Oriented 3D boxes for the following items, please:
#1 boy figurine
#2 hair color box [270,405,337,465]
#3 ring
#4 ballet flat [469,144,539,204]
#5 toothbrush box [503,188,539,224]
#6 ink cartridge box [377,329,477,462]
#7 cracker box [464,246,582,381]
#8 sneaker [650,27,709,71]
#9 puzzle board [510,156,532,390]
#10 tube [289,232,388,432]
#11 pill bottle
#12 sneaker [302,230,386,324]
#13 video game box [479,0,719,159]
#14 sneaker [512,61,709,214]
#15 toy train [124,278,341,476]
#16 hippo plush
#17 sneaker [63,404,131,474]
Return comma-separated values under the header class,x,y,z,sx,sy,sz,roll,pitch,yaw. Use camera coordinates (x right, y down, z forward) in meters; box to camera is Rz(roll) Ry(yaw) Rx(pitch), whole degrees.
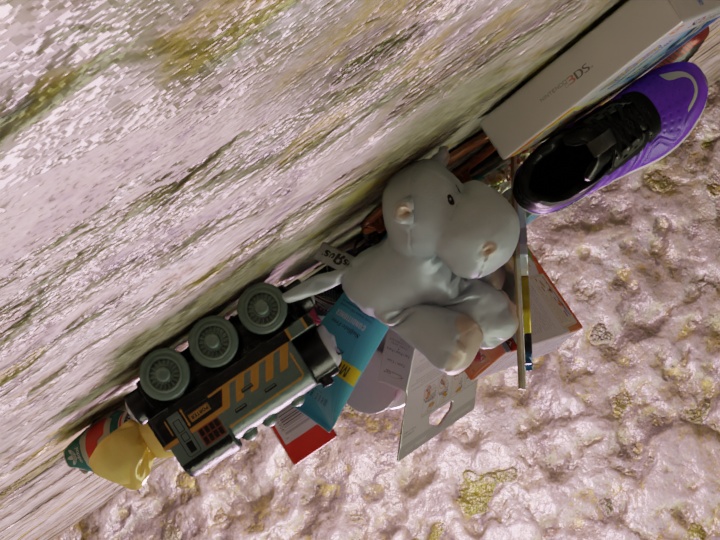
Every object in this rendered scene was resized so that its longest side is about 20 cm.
class,x,y,z,sx,sy,sz,roll,pitch,yaw
boy figurine,-0.172,0.138,1.146,0.200,0.124,0.065,-43,135,-7
hair color box,-0.082,0.162,1.387,0.063,0.112,0.200,-32,176,-8
ring,0.086,-0.091,1.182,0.199,0.019,0.200,-34,176,-3
ballet flat,0.176,-0.114,1.296,0.199,0.064,0.076,-35,-169,8
toothbrush box,0.173,-0.088,1.413,0.199,0.086,0.146,-37,174,15
ink cartridge box,0.087,0.104,1.375,0.199,0.044,0.179,-22,126,-56
cracker box,0.147,0.035,1.285,0.058,0.135,0.199,-41,162,29
sneaker,0.275,-0.175,1.174,0.200,0.099,0.070,-39,171,38
puzzle board,0.159,-0.005,1.168,0.017,0.153,0.201,-2,-146,7
tube,-0.004,0.053,1.147,0.201,0.077,0.050,-56,151,-9
pill bottle,0.044,0.105,1.457,0.110,0.112,0.200,-36,177,27
sneaker,0.000,0.000,1.239,0.199,0.080,0.076,-30,146,-48
video game box,0.220,-0.183,1.021,0.199,0.047,0.181,-38,172,39
sneaker,0.218,-0.111,1.035,0.199,0.070,0.099,-35,174,12
toy train,-0.113,0.095,1.075,0.198,0.115,0.085,-33,176,-6
hippo plush,0.064,-0.032,1.034,0.160,0.198,0.162,-53,165,-48
sneaker,-0.263,0.180,1.293,0.092,0.072,0.200,-16,178,3
